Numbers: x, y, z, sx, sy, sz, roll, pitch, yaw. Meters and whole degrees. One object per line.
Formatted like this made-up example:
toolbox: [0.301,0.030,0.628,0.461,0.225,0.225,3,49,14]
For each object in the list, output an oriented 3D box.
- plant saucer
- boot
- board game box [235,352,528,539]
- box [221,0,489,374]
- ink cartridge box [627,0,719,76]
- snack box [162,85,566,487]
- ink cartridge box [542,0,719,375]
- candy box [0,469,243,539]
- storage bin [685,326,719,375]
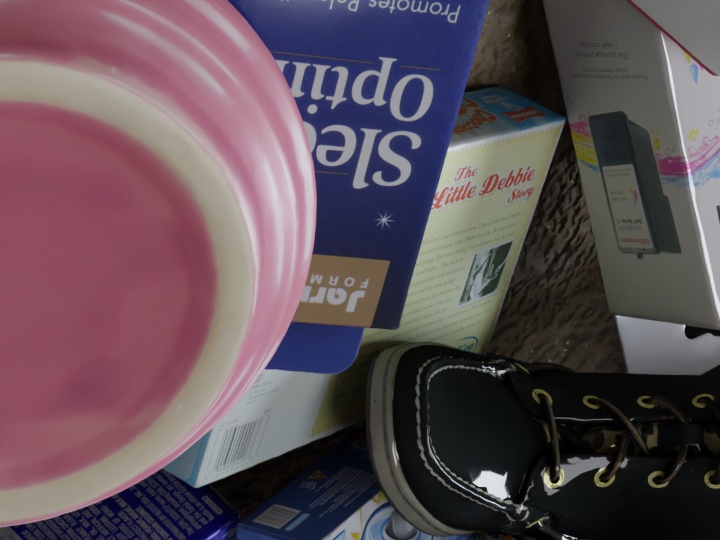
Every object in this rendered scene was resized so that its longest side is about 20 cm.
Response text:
plant saucer: [-0.107,-0.003,0.653,0.200,0.051,0.201,-7,121,-12]
boot: [0.107,0.062,0.859,0.203,0.153,0.074,26,59,-56]
board game box: [0.011,0.127,0.911,0.200,0.034,0.136,-34,131,-58]
box: [-0.031,-0.049,0.697,0.121,0.032,0.201,5,120,-19]
ink cartridge box: [0.149,-0.188,0.800,0.146,0.083,0.200,37,79,-22]
snack box: [0.000,0.000,0.846,0.200,0.037,0.117,-16,129,-56]
ink cartridge box: [0.148,-0.053,0.909,0.117,0.067,0.201,-25,109,-33]
candy box: [-0.126,0.181,0.859,0.200,0.077,0.170,-34,137,-21]
storage bin: [0.194,0.085,1.021,0.145,0.200,0.135,-5,113,-8]
